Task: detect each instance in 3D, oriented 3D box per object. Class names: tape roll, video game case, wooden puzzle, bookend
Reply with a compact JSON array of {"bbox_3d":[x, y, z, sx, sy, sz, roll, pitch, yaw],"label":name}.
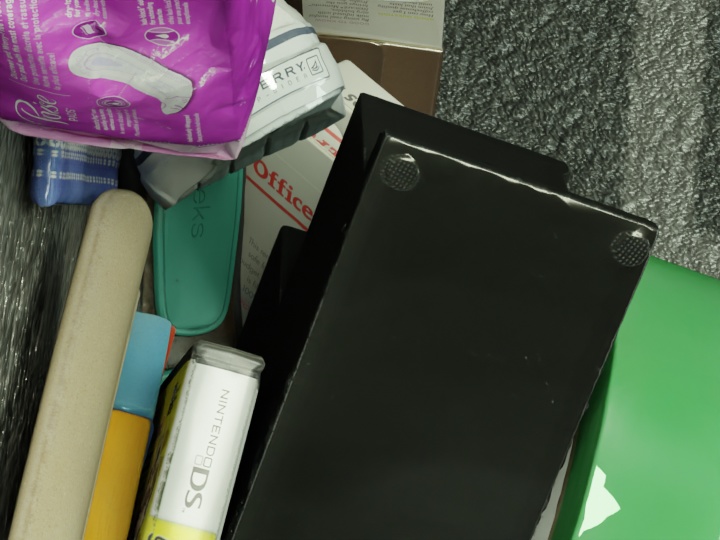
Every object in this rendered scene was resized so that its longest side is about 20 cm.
[{"bbox_3d":[0.069,0.091,0.925,0.200,0.048,0.201,-162,-90,-82],"label":"tape roll"},{"bbox_3d":[-0.076,0.124,0.921,0.200,0.025,0.182,135,-31,-78],"label":"video game case"},{"bbox_3d":[-0.099,0.102,0.925,0.200,0.037,0.186,105,-5,-48],"label":"wooden puzzle"},{"bbox_3d":[0.013,0.026,0.938,0.200,0.092,0.199,-94,-157,-69],"label":"bookend"}]

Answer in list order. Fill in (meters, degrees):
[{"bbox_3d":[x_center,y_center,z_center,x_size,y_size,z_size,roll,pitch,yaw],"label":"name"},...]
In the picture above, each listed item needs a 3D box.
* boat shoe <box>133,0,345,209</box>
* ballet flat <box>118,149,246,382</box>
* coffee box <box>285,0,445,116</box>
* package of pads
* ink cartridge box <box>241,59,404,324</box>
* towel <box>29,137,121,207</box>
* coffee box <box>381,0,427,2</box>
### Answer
[{"bbox_3d":[-0.044,-0.069,0.904,0.067,0.073,0.200,63,-13,0],"label":"boat shoe"},{"bbox_3d":[-0.081,0.031,1.080,0.073,0.073,0.201,-81,175,-85],"label":"ballet flat"},{"bbox_3d":[-0.005,-0.107,1.236,0.200,0.079,0.113,-85,-177,-56],"label":"coffee box"},{"bbox_3d":[-0.049,-0.141,0.703,0.121,0.075,0.201,91,7,-70],"label":"package of pads"},{"bbox_3d":[0.000,0.000,1.099,0.067,0.117,0.201,-26,143,-35],"label":"ink cartridge box"},{"bbox_3d":[-0.078,-0.119,0.899,0.145,0.024,0.201,-46,144,-89],"label":"towel"},{"bbox_3d":[-0.017,-0.202,0.996,0.200,0.079,0.115,-100,-164,-48],"label":"coffee box"}]
